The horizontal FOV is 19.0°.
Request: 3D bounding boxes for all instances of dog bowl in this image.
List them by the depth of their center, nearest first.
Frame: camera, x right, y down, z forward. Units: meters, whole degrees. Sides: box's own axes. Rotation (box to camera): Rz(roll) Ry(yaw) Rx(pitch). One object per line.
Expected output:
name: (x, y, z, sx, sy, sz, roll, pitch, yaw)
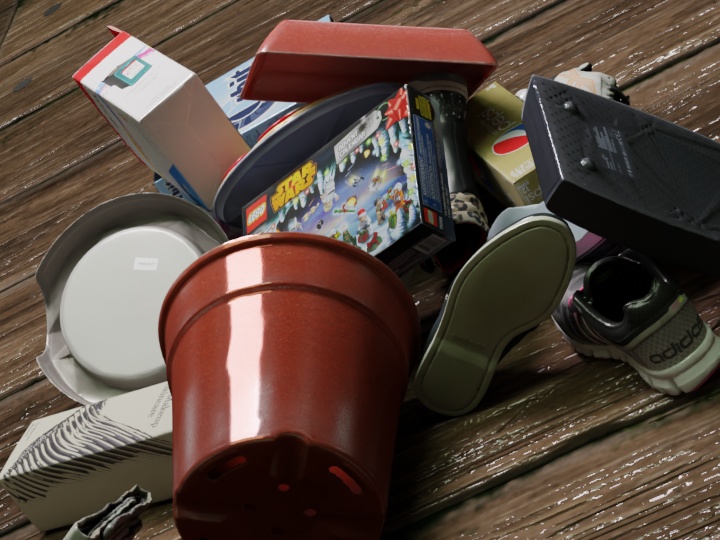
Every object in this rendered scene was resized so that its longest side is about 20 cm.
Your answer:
dog bowl: (-0.189, 0.035, 1.881, 0.200, 0.059, 0.200, -6, 68, 15)

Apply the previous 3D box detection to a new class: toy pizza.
toy pizza: (-0.045, -0.105, 1.854, 0.200, 0.032, 0.200, -30, -17, -10)

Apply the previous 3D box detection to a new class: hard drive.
hard drive: (0.207, -0.060, 1.520, 0.042, 0.200, 0.135, -56, 28, 33)

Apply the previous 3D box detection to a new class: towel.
towel: (-0.222, 0.249, 1.537, 0.200, 0.035, 0.193, -55, -5, 7)

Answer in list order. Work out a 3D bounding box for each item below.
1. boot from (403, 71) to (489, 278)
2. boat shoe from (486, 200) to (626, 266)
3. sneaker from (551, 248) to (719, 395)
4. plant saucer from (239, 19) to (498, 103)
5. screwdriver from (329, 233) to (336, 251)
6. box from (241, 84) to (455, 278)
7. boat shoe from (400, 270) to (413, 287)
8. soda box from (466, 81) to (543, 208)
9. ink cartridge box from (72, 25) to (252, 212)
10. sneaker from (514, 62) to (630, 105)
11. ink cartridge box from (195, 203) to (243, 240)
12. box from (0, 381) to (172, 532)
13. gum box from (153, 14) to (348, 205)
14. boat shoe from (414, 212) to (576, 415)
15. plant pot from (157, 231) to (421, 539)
boot: (0.047, -0.053, 1.824, 0.204, 0.073, 0.154, 121, 146, -52)
boat shoe: (0.174, -0.024, 1.656, 0.200, 0.091, 0.071, 147, 123, -61)
sneaker: (0.183, 0.019, 1.531, 0.074, 0.087, 0.200, -38, 25, -7)
plant saucer: (0.003, -0.177, 1.842, 0.200, 0.037, 0.200, 3, -7, -7)
screwdriver: (-0.019, 0.041, 1.650, 0.029, 0.200, 0.028, 24, 52, 11)
box: (-0.013, -0.037, 1.681, 0.200, 0.040, 0.137, -35, 44, 34)
boat shoe: (0.000, 0.000, 1.732, 0.063, 0.071, 0.200, 41, 109, 40)
soda box: (0.136, -0.093, 1.812, 0.064, 0.068, 0.200, -34, 25, -2)
ink cartridge box: (-0.181, -0.140, 1.923, 0.067, 0.116, 0.200, -43, 33, -9)
sneaker: (0.195, -0.131, 1.805, 0.080, 0.074, 0.200, -32, 26, -2)
ink cartridge box: (-0.135, -0.031, 2.011, 0.200, 0.085, 0.145, -34, 24, -3)
box: (-0.197, 0.151, 1.779, 0.200, 0.068, 0.082, -19, 29, 31)
gum box: (-0.100, -0.148, 2.029, 0.200, 0.045, 0.170, -28, 26, 9)
boat shoe: (0.101, 0.020, 1.572, 0.066, 0.074, 0.199, -70, 3, -51)
plant pot: (-0.054, 0.110, 1.558, 0.201, 0.201, 0.195, -25, 35, 19)
